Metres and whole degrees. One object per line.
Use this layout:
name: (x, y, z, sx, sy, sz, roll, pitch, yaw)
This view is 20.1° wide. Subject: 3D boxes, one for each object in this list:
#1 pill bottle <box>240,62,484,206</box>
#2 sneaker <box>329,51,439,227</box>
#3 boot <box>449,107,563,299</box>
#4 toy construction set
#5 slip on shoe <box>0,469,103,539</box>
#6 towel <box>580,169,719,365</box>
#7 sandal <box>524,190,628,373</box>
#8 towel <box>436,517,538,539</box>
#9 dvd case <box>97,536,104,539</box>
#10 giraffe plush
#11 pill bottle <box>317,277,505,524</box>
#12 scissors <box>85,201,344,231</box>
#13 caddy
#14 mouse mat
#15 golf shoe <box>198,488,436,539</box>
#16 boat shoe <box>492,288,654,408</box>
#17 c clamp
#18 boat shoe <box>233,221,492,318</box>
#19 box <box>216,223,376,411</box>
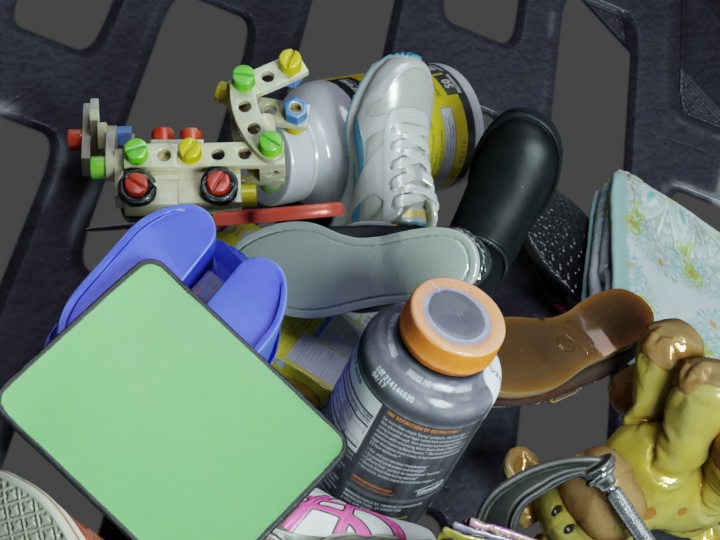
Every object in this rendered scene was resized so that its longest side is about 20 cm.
pill bottle: (-0.002, -0.109, 1.708, 0.200, 0.111, 0.111, -14, 56, -37)
sneaker: (0.030, -0.073, 1.619, 0.076, 0.200, 0.081, 3, 12, -39)
boot: (0.092, -0.013, 1.605, 0.073, 0.198, 0.163, 25, 35, 1)
toy construction set: (-0.136, -0.100, 1.578, 0.200, 0.092, 0.131, -7, 66, 9)
slip on shoe: (-0.182, 0.199, 1.311, 0.200, 0.074, 0.061, 34, 5, 15)
towel: (0.266, 0.021, 1.733, 0.171, 0.048, 0.200, 33, 42, -20)
sandal: (0.189, 0.018, 1.744, 0.075, 0.045, 0.200, -24, 77, -36)
towel: (0.129, 0.234, 1.393, 0.200, 0.144, 0.023, 22, 53, -6)
dvd case: (-0.247, 0.234, 1.296, 0.146, 0.022, 0.200, 17, 43, -13)
giraffe plush: (0.199, 0.156, 1.523, 0.162, 0.200, 0.173, -21, 47, -21)
pill bottle: (0.035, 0.094, 1.452, 0.106, 0.200, 0.106, 14, 45, -14)
scissors: (-0.111, -0.039, 1.513, 0.200, 0.014, 0.073, -3, 4, 2)
caddy: (-0.141, 0.050, 1.464, 0.141, 0.105, 0.200, 37, 64, 5)
mouse mat: (-0.127, 0.104, 1.381, 0.200, 0.008, 0.161, 43, 64, 8)
golf shoe: (-0.038, 0.176, 1.426, 0.200, 0.073, 0.092, 9, 48, -21)
boat shoe: (0.140, 0.072, 1.563, 0.200, 0.070, 0.070, -12, 60, -35)
c clamp: (0.185, 0.208, 1.451, 0.200, 0.171, 0.027, 50, 10, -7)
boat shoe: (0.000, 0.000, 1.530, 0.200, 0.076, 0.060, 3, 0, 19)
box: (-0.089, 0.022, 1.578, 0.200, 0.048, 0.117, 33, 42, 3)
